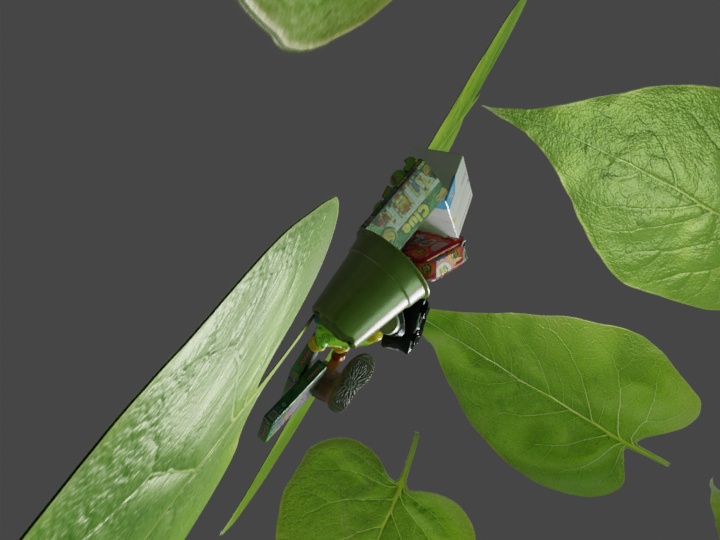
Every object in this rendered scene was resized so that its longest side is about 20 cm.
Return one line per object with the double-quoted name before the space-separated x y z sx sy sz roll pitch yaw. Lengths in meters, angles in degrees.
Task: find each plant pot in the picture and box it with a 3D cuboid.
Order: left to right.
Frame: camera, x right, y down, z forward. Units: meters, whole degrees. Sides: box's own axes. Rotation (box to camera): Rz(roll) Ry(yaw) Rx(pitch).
"plant pot" 0.006 0.051 1.472 0.190 0.200 0.200 -46 172 -15

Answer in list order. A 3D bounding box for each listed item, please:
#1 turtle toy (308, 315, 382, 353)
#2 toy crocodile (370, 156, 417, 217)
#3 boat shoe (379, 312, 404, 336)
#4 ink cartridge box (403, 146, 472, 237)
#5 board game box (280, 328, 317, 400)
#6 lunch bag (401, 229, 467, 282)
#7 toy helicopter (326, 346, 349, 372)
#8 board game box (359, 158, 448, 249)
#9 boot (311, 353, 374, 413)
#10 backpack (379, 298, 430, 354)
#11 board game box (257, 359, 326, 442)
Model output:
"turtle toy" -0.023 0.124 1.633 0.145 0.102 0.199 -23 159 40
"toy crocodile" 0.072 -0.156 1.571 0.067 0.062 0.201 27 95 -44
"boat shoe" 0.050 0.058 1.623 0.075 0.201 0.062 -35 151 16
"ink cartridge box" 0.180 -0.175 1.702 0.200 0.125 0.129 60 48 -59
"board game box" -0.150 0.250 1.856 0.135 0.029 0.200 -59 176 -33
"lunch bag" 0.172 -0.045 1.814 0.176 0.082 0.200 -27 -158 -24
"toy helicopter" -0.053 0.162 1.768 0.200 0.078 0.133 94 4 -55
"board game box" 0.094 -0.129 1.534 0.200 0.105 0.023 -50 -144 -8
"boot" -0.062 0.268 1.873 0.175 0.066 0.200 -51 -158 -8
"backpack" 0.099 0.109 1.792 0.200 0.150 0.178 1 106 -78
"board game box" -0.166 0.317 1.752 0.200 0.029 0.135 -44 167 -33
